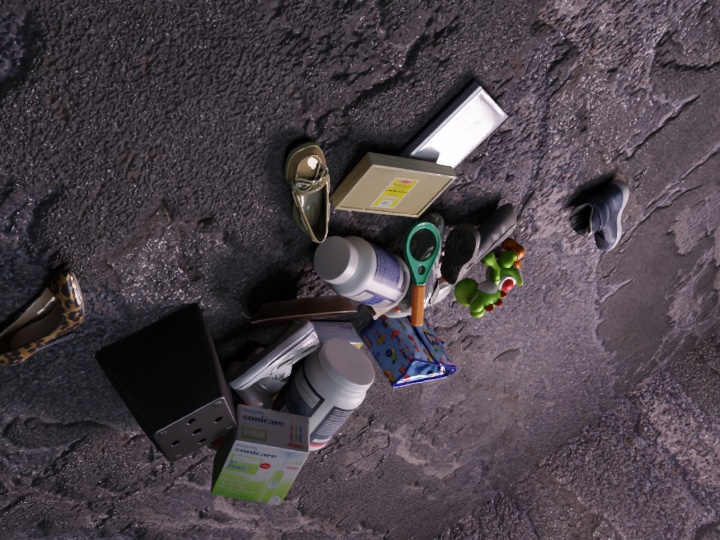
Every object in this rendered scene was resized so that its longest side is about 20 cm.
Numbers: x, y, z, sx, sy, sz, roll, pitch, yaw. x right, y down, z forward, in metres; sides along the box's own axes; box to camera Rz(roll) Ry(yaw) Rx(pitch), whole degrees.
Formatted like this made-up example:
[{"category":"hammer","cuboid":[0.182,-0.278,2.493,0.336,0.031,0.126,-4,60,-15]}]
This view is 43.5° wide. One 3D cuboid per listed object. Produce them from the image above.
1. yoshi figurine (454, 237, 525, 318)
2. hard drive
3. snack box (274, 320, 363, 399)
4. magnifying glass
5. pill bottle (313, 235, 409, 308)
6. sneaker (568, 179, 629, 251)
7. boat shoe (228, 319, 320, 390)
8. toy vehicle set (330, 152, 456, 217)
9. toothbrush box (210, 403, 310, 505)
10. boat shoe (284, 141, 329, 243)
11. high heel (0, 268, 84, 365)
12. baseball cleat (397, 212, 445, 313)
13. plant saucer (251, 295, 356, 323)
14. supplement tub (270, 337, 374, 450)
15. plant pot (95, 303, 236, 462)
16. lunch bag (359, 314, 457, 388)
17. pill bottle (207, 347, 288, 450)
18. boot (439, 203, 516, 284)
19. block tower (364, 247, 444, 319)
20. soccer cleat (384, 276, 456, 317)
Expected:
[{"category":"yoshi figurine","cuboid":[0.276,0.016,1.986,0.111,0.113,0.200,-15,-151,53]},{"category":"hard drive","cuboid":[0.160,-0.235,1.602,0.200,0.025,0.132,-43,148,14]},{"category":"snack box","cuboid":[-0.115,0.196,1.890,0.167,0.068,0.201,6,132,-46]},{"category":"magnifying glass","cuboid":[0.114,0.006,1.722,0.079,0.022,0.203,-4,105,-30]},{"category":"pill bottle","cuboid":[0.000,0.000,1.688,0.111,0.111,0.199,-44,148,16]},{"category":"sneaker","cuboid":[0.543,-0.101,2.096,0.145,0.077,0.204,-33,142,-25]},{"category":"boat shoe","cuboid":[-0.154,0.174,1.700,0.199,0.067,0.073,-37,-167,-21]},{"category":"toy vehicle set","cuboid":[0.059,-0.147,1.584,0.198,0.027,0.124,3,145,-39]},{"category":"toothbrush box","cuboid":[-0.193,0.356,1.727,0.144,0.087,0.201,14,133,-16]},{"category":"boat shoe","cuboid":[-0.080,-0.127,1.480,0.072,0.063,0.202,-23,147,-19]},{"category":"high heel","cuboid":[-0.491,0.074,1.345,0.141,0.072,0.201,-21,156,-34]},{"category":"baseball cleat","cuboid":[0.129,-0.012,1.791,0.106,0.069,0.202,20,93,-56]},{"category":"plant saucer","cuboid":[-0.106,0.072,1.676,0.197,0.035,0.200,-5,176,0]},{"category":"supplement tub","cuboid":[-0.076,0.247,1.797,0.139,0.141,0.201,6,131,-48]},{"category":"plant pot","cuboid":[-0.324,0.216,1.609,0.198,0.178,0.200,-28,149,-13]},{"category":"lunch bag","cuboid":[0.121,0.172,2.004,0.199,0.151,0.094,5,132,-47]},{"category":"pill bottle","cuboid":[-0.243,0.252,1.793,0.200,0.120,0.119,-43,148,14]},{"category":"boot","cuboid":[0.252,-0.075,1.818,0.199,0.073,0.182,-33,163,-29]},{"category":"block tower","cuboid":[0.092,0.018,1.860,0.199,0.054,0.058,-35,149,-2]},{"category":"soccer cleat","cuboid":[0.132,0.055,1.939,0.198,0.070,0.078,-28,152,-17]}]
